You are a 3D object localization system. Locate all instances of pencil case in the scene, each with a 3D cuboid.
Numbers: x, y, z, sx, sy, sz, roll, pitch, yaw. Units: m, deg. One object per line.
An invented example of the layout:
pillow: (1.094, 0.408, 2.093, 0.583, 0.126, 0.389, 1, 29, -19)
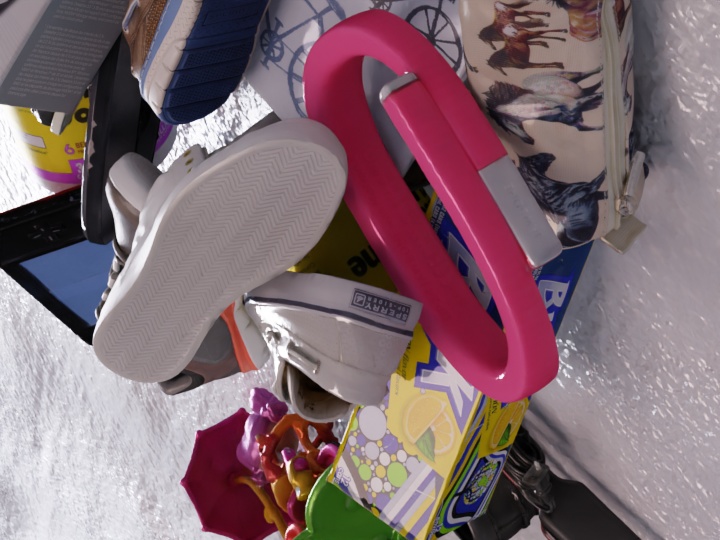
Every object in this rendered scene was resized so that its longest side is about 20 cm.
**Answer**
pencil case: (0.091, -0.097, 1.234, 0.089, 0.078, 0.200, 24, 147, 25)

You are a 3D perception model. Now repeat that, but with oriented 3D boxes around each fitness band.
fitness band: (0.035, -0.029, 1.295, 0.200, 0.037, 0.144, 60, 160, 5)

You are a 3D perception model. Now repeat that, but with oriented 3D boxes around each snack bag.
snack bag: (-0.010, -0.154, 1.358, 0.189, 0.021, 0.200, 48, 135, 16)

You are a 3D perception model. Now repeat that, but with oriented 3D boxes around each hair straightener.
hair straightener: (0.107, 0.115, 1.578, 0.200, 0.041, 0.077, 51, 171, 22)

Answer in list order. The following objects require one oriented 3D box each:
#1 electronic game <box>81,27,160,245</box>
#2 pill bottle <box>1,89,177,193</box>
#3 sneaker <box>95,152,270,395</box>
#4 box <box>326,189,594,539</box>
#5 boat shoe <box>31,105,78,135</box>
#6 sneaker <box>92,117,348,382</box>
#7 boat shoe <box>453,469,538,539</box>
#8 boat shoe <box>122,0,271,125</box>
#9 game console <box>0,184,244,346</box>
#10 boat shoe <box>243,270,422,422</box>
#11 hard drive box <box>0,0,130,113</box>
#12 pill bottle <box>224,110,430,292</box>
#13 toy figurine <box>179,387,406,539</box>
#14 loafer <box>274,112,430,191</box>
electronic game: (-0.137, -0.114, 1.575, 0.042, 0.200, 0.200, 9, 151, 0)
pill bottle: (-0.187, -0.149, 1.694, 0.104, 0.104, 0.200, 33, 151, 42)
sneaker: (-0.114, 0.015, 1.544, 0.077, 0.082, 0.200, 56, 175, 38)
box: (0.054, 0.041, 1.411, 0.070, 0.064, 0.200, 34, 123, 24)
boat shoe: (-0.177, -0.174, 1.580, 0.066, 0.075, 0.199, 16, 125, 1)
sneaker: (-0.068, -0.040, 1.387, 0.074, 0.116, 0.200, 32, 132, -17)
boat shoe: (0.030, 0.096, 1.678, 0.201, 0.063, 0.074, 43, 161, 31)
boat shoe: (-0.076, -0.164, 1.349, 0.072, 0.072, 0.200, 51, 132, 24)
game console: (-0.128, 0.029, 1.750, 0.200, 0.172, 0.119, 51, -156, -60)
boat shoe: (-0.021, 0.041, 1.377, 0.071, 0.070, 0.200, 17, 176, -17)
hard drive box: (-0.175, -0.211, 1.457, 0.156, 0.200, 0.077, 42, -161, 27)
pill bottle: (0.000, 0.000, 1.523, 0.200, 0.112, 0.112, 54, 159, -2)
toy figurine: (-0.053, 0.152, 1.877, 0.184, 0.150, 0.200, 46, 138, 43)
loafer: (-0.025, -0.122, 1.438, 0.200, 0.075, 0.070, 47, 162, 17)
